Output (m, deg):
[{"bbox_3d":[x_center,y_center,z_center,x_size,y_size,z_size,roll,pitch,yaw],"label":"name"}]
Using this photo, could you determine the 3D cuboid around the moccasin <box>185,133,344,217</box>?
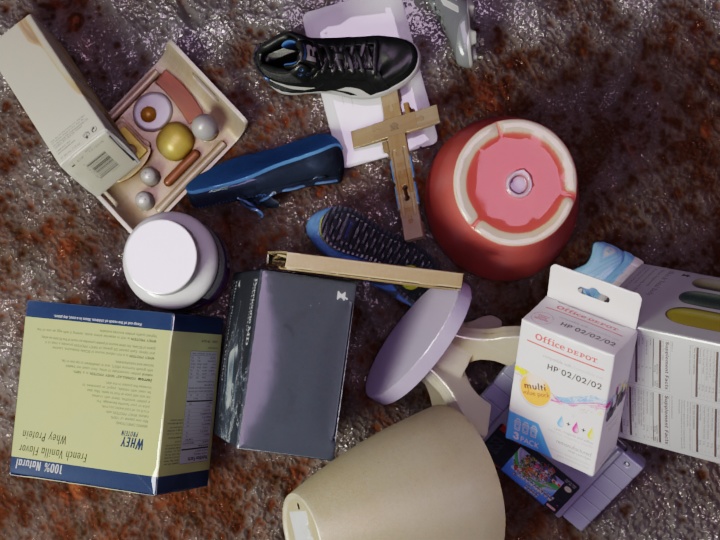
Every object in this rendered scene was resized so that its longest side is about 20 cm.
[{"bbox_3d":[-0.111,-0.103,1.578,0.197,0.081,0.069,-15,119,-2],"label":"moccasin"}]

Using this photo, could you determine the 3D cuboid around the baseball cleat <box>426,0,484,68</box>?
[{"bbox_3d":[0.092,-0.341,1.603,0.105,0.070,0.203,-8,77,7],"label":"baseball cleat"}]

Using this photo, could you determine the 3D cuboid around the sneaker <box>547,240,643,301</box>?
[{"bbox_3d":[0.255,0.049,1.579,0.090,0.078,0.200,40,85,22],"label":"sneaker"}]

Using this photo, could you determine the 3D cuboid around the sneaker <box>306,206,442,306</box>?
[{"bbox_3d":[0.021,-0.013,1.589,0.199,0.078,0.067,32,74,-15],"label":"sneaker"}]

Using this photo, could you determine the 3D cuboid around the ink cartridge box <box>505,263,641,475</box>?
[{"bbox_3d":[0.232,0.109,1.427,0.114,0.068,0.203,20,123,27],"label":"ink cartridge box"}]

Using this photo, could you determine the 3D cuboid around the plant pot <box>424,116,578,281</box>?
[{"bbox_3d":[0.174,-0.093,1.525,0.197,0.177,0.204,0,87,0],"label":"plant pot"}]

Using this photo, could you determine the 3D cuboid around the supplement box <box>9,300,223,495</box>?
[{"bbox_3d":[-0.282,0.146,1.517,0.197,0.134,0.203,4,87,20],"label":"supplement box"}]

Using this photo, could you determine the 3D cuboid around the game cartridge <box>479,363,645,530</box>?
[{"bbox_3d":[0.224,0.208,1.550,0.199,0.038,0.130,39,116,3],"label":"game cartridge"}]

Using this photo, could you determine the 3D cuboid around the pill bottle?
[{"bbox_3d":[-0.216,-0.009,1.516,0.109,0.200,0.113,0,86,2],"label":"pill bottle"}]

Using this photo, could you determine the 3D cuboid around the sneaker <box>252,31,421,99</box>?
[{"bbox_3d":[-0.032,-0.248,1.552,0.197,0.112,0.074,-4,85,14],"label":"sneaker"}]

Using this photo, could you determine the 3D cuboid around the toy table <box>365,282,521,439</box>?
[{"bbox_3d":[0.105,0.104,1.524,0.116,0.200,0.186,29,54,-14],"label":"toy table"}]

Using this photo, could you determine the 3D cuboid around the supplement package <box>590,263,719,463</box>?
[{"bbox_3d":[0.379,0.104,1.460,0.198,0.151,0.153,12,120,34],"label":"supplement package"}]

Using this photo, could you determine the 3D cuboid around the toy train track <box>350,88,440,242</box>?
[{"bbox_3d":[0.053,-0.131,1.579,0.113,0.032,0.203,-15,72,17],"label":"toy train track"}]

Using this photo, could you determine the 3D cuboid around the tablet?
[{"bbox_3d":[0.012,-0.240,1.618,0.128,0.014,0.203,-14,87,0],"label":"tablet"}]

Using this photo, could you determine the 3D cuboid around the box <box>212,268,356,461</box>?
[{"bbox_3d":[-0.092,0.104,1.497,0.116,0.200,0.200,9,86,-15],"label":"box"}]

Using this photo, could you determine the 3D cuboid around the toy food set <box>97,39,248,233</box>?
[{"bbox_3d":[-0.254,-0.161,1.596,0.144,0.060,0.200,45,88,3],"label":"toy food set"}]

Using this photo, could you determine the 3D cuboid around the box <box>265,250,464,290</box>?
[{"bbox_3d":[0.000,0.000,1.457,0.197,0.163,0.022,7,89,-12],"label":"box"}]

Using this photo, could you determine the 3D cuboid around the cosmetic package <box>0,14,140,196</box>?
[{"bbox_3d":[-0.353,-0.197,1.548,0.071,0.105,0.201,-37,68,1],"label":"cosmetic package"}]

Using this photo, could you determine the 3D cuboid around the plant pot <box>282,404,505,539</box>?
[{"bbox_3d":[0.022,0.260,1.399,0.197,0.187,0.190,-12,86,-27],"label":"plant pot"}]
